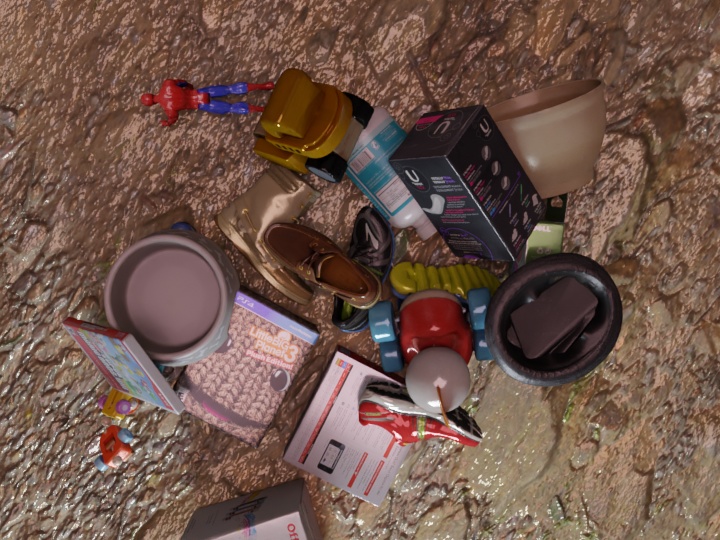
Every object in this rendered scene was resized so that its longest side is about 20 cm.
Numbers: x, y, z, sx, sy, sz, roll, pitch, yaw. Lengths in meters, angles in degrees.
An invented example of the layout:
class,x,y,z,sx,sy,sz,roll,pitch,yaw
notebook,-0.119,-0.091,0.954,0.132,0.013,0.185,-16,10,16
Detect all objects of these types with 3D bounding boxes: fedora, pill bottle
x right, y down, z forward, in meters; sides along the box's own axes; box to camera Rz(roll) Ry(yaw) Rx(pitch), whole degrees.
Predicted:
class,x,y,z,sx,sy,sz,roll,pitch,yaw
fedora,0.269,0.066,1.088,0.198,0.092,0.203,0,97,-2
pill bottle,0.056,-0.143,1.159,0.111,0.111,0.200,-42,96,3

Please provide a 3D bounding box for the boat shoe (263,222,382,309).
class,x,y,z,sx,sy,sz,roll,pitch,yaw
boat shoe,-0.057,-0.014,1.111,0.199,0.068,0.072,32,88,9

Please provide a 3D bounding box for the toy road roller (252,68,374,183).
class,x,y,z,sx,sy,sz,roll,pitch,yaw
toy road roller,-0.092,-0.220,1.070,0.199,0.146,0.124,22,84,41

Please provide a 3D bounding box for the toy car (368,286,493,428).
class,x,y,z,sx,sy,sz,roll,pitch,yaw
toy car,0.115,0.149,1.123,0.182,0.178,0.201,-7,52,8

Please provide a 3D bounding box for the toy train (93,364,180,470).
class,x,y,z,sx,sy,sz,roll,pitch,yaw
toy train,-0.342,0.213,1.187,0.200,0.150,0.056,-51,131,0

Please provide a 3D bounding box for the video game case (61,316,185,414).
class,x,y,z,sx,sy,sz,roll,pitch,yaw
video game case,-0.347,0.135,1.098,0.017,0.199,0.144,-47,124,-31

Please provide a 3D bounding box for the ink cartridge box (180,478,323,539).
class,x,y,z,sx,sy,sz,roll,pitch,yaw
ink cartridge box,-0.163,0.445,1.198,0.198,0.145,0.147,-16,95,1

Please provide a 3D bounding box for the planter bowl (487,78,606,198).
class,x,y,z,sx,sy,sz,roll,pitch,yaw
planter bowl,0.273,-0.187,1.124,0.198,0.200,0.136,-19,107,1

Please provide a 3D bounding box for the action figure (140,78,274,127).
class,x,y,z,sx,sy,sz,roll,pitch,yaw
action figure,-0.241,-0.260,1.172,0.198,0.099,0.066,-5,94,-23

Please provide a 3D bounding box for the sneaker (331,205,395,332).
class,x,y,z,sx,sy,sz,roll,pitch,yaw
sneaker,0.000,0.000,1.181,0.070,0.082,0.202,16,96,30

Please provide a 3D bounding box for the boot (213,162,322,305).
class,x,y,z,sx,sy,sz,roll,pitch,yaw
boot,-0.110,-0.061,1.186,0.155,0.073,0.200,-44,91,3

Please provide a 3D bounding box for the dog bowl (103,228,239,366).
class,x,y,z,sx,sy,sz,roll,pitch,yaw
dog bowl,-0.274,0.038,1.087,0.198,0.059,0.202,0,88,-1

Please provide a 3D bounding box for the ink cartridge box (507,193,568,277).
class,x,y,z,sx,sy,sz,roll,pitch,yaw
ink cartridge box,0.271,-0.031,1.177,0.059,0.104,0.202,4,96,-2

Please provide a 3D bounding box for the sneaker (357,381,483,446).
class,x,y,z,sx,sy,sz,roll,pitch,yaw
sneaker,0.090,0.237,1.176,0.198,0.077,0.086,19,106,3

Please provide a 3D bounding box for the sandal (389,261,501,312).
class,x,y,z,sx,sy,sz,roll,pitch,yaw
sandal,0.136,0.039,1.206,0.198,0.080,0.088,7,133,-9

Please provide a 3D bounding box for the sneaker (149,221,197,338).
class,x,y,z,sx,sy,sz,roll,pitch,yaw
sneaker,-0.280,0.018,1.165,0.078,0.089,0.202,0,73,0

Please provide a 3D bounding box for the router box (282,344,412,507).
class,x,y,z,sx,sy,sz,roll,pitch,yaw
router box,-0.004,0.252,1.229,0.178,0.049,0.201,27,95,-4

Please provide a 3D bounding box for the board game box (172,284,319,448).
class,x,y,z,sx,sy,sz,roll,pitch,yaw
board game box,-0.180,0.142,1.177,0.158,0.097,0.201,28,90,-9

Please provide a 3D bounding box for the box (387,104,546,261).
class,x,y,z,sx,sy,sz,roll,pitch,yaw
box,0.154,-0.120,1.070,0.200,0.122,0.106,50,64,-30
